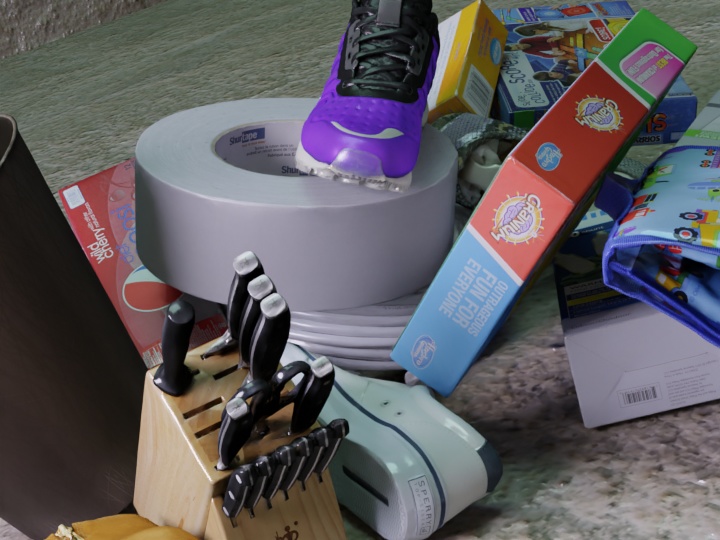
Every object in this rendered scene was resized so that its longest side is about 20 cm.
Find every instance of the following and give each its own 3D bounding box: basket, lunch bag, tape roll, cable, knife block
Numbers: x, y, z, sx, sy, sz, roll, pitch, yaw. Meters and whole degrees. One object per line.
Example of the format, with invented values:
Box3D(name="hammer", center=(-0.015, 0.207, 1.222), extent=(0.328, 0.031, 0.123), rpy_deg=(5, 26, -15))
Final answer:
Box3D(name="basket", center=(-0.206, 0.048, 0.859), extent=(0.180, 0.201, 0.136), rpy_deg=(-43, 32, -15))
Box3D(name="lunch bag", center=(0.213, -0.009, 0.766), extent=(0.198, 0.095, 0.151), rpy_deg=(21, 29, 12))
Box3D(name="tape roll", center=(-0.040, -0.046, 0.944), extent=(0.198, 0.067, 0.201), rpy_deg=(1, 24, 0))
Box3D(name="cable", center=(0.000, 0.000, 1.009), extent=(0.199, 0.070, 0.199), rpy_deg=(18, 28, 30))
Box3D(name="knife block", center=(-0.072, 0.069, 0.766), extent=(0.064, 0.177, 0.199), rpy_deg=(-22, 19, -24))

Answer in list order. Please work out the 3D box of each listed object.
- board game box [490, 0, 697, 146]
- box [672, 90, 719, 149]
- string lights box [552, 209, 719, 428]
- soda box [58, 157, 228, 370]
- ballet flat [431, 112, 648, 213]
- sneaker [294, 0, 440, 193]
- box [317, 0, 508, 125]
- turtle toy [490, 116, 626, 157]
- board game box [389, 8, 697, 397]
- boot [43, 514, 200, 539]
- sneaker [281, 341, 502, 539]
Box3D(name="board game box", center=(0.156, -0.147, 1.134), extent=(0.134, 0.035, 0.201), rpy_deg=(-4, 30, -4))
Box3D(name="box", center=(0.288, -0.068, 0.986), extent=(0.154, 0.042, 0.200), rpy_deg=(12, 22, 18))
Box3D(name="string lights box", center=(0.169, 0.016, 0.908), extent=(0.102, 0.060, 0.200), rpy_deg=(-14, 18, 8))
Box3D(name="soda box", center=(-0.137, 0.015, 1.019), extent=(0.063, 0.070, 0.201), rpy_deg=(-23, 46, -10))
Box3D(name="ballet flat", center=(0.135, -0.050, 1.030), extent=(0.198, 0.073, 0.072), rpy_deg=(15, 10, -19))
Box3D(name="sneaker", center=(0.009, -0.117, 0.894), extent=(0.069, 0.100, 0.200), rpy_deg=(12, 23, 2))
Box3D(name="box", center=(0.014, -0.108, 1.125), extent=(0.199, 0.041, 0.120), rpy_deg=(-29, 30, 36))
Box3D(name="turtle toy", center=(0.108, -0.092, 1.201), extent=(0.145, 0.102, 0.200), rpy_deg=(-22, 14, -18))
Box3D(name="board game box", center=(0.102, -0.040, 0.842), extent=(0.040, 0.154, 0.200), rpy_deg=(35, 42, 7))
Box3D(name="boot", center=(-0.158, 0.178, 0.715), extent=(0.200, 0.071, 0.144), rpy_deg=(-23, 13, -29))
Box3D(name="sneaker", center=(0.006, 0.088, 0.837), extent=(0.070, 0.074, 0.200), rpy_deg=(-14, 25, -25))
